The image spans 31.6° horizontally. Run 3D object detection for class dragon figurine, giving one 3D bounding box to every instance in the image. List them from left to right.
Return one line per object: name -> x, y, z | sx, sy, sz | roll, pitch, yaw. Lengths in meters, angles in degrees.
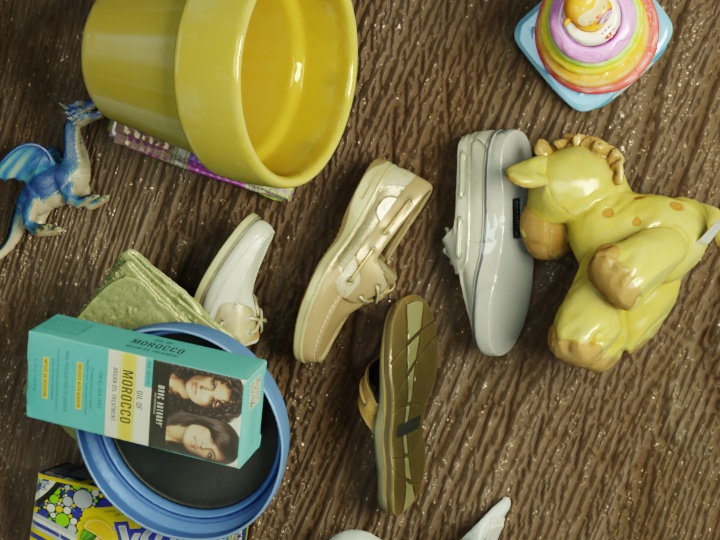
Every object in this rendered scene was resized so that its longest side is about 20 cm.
dragon figurine -> -0.310, -0.087, 1.225 | 0.199, 0.059, 0.100 | -33, 85, 11

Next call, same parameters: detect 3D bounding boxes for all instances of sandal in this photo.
sandal -> 0.027, 0.122, 1.160 | 0.054, 0.080, 0.202 | 9, 99, 33

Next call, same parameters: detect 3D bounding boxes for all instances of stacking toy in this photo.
stacking toy -> 0.189, -0.204, 1.037 | 0.116, 0.200, 0.110 | -42, 84, 10

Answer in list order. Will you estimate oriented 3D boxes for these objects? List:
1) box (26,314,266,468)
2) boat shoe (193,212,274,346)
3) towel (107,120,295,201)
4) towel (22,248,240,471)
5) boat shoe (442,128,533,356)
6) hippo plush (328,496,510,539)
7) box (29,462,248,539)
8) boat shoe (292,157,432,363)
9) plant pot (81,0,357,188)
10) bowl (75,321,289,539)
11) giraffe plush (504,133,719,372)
box -> -0.182, 0.101, 1.074 | 0.199, 0.049, 0.083 | 11, 109, 14
boat shoe -> -0.122, 0.044, 1.186 | 0.068, 0.075, 0.201 | 31, 109, 8
towel -> -0.134, -0.161, 1.202 | 0.199, 0.023, 0.145 | 20, 96, 10
towel -> -0.212, 0.091, 1.169 | 0.148, 0.036, 0.200 | 43, 113, 3
boat shoe -> 0.109, -0.026, 1.139 | 0.070, 0.071, 0.202 | 5, 98, 39
hippo plush -> 0.028, 0.293, 1.116 | 0.160, 0.159, 0.201 | 13, 96, 11
box -> -0.209, 0.240, 1.214 | 0.199, 0.064, 0.071 | 10, 95, 13
boat shoe -> 0.000, 0.000, 1.154 | 0.064, 0.071, 0.201 | 26, 96, 11
plant pot -> -0.128, -0.183, 1.102 | 0.188, 0.200, 0.202 | 11, 95, 27
bowl -> -0.155, 0.140, 1.125 | 0.199, 0.039, 0.202 | 5, 107, 16
giraffe plush -> 0.199, -0.036, 1.076 | 0.162, 0.172, 0.200 | 43, 102, 23
